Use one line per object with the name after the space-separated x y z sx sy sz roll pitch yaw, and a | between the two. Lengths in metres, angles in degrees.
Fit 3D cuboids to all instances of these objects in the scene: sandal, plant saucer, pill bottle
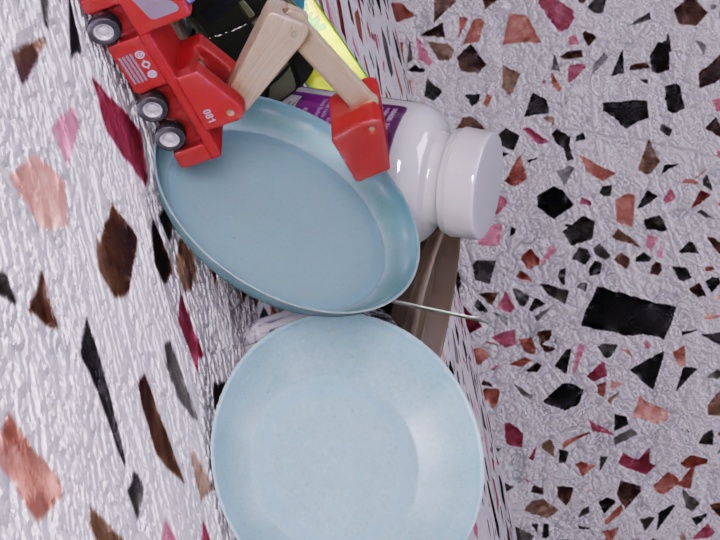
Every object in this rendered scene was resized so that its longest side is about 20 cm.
-0.092 -0.191 1.031 0.201 0.080 0.057 56 8 -45 | sandal
-0.052 -0.041 1.016 0.027 0.199 0.201 -56 -154 38 | plant saucer
-0.012 0.130 1.018 0.039 0.200 0.202 143 -60 -61 | plant saucer
0.004 -0.079 1.147 0.112 0.199 0.113 10 90 -70 | pill bottle
0.053 0.044 1.309 0.200 0.029 0.201 12 90 -78 | plant saucer

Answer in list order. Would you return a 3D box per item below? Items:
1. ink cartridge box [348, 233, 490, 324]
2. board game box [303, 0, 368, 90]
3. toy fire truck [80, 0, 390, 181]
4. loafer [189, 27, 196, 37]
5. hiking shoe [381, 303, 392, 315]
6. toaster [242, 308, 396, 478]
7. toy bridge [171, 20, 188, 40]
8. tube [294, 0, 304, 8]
0.000 0.000 1.128 0.146 0.199 0.048 21 77 -81 | ink cartridge box
-0.061 -0.221 1.266 0.200 0.048 0.102 55 4 -7 | board game box
-0.074 -0.130 0.944 0.049 0.140 0.200 -94 162 -46 | toy fire truck
-0.096 -0.162 1.215 0.070 0.068 0.201 43 1 23 | loafer
0.008 0.010 1.334 0.101 0.076 0.200 -44 164 -36 | hiking shoe
-0.022 0.098 1.140 0.200 0.113 0.130 20 55 -70 | toaster
-0.137 -0.223 1.108 0.200 0.027 0.067 -88 162 -56 | toy bridge
-0.089 -0.228 1.110 0.200 0.077 0.051 31 55 -77 | tube
